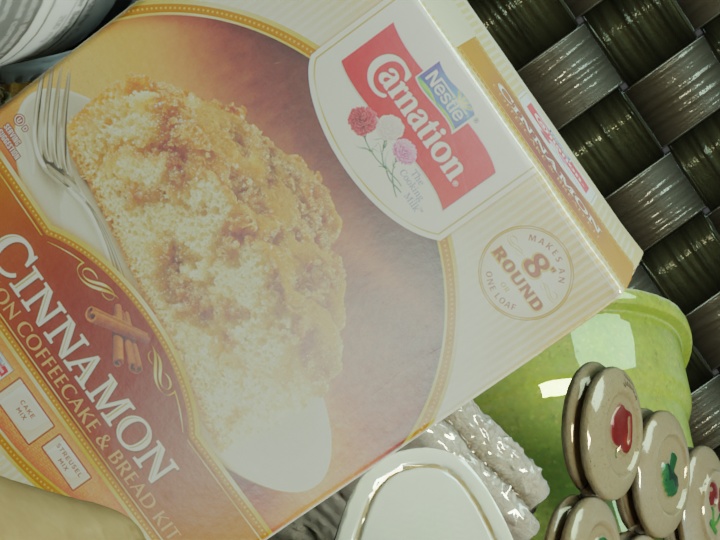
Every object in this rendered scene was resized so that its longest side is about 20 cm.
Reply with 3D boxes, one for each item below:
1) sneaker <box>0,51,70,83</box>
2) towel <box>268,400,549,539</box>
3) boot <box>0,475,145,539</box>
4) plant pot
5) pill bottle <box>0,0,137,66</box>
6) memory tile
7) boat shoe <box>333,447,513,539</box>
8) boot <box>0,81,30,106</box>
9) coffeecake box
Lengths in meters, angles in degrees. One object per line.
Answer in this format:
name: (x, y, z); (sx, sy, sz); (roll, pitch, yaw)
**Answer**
sneaker: (-0.157, -0.164, 0.767); (0.199, 0.130, 0.079); (43, 34, 3)
towel: (-0.033, 0.041, 0.818); (0.200, 0.132, 0.035); (48, 45, -24)
boot: (-0.134, 0.016, 0.550); (0.201, 0.066, 0.175); (55, 7, 10)
plant pot: (0.089, 0.138, 1.035); (0.200, 0.199, 0.185); (42, 26, -59)
pill bottle: (-0.127, -0.115, 0.670); (0.200, 0.114, 0.114); (-22, 75, -51)
memory tile: (0.119, 0.135, 0.883); (0.200, 0.017, 0.154); (37, 58, -53)
boat shoe: (0.024, 0.156, 0.709); (0.062, 0.074, 0.201); (163, -84, -80)
boot: (-0.137, -0.056, 0.887); (0.201, 0.071, 0.145); (43, 19, -44)
coffeecake box: (-0.038, -0.006, 0.698); (0.154, 0.200, 0.073); (54, 15, -1)
